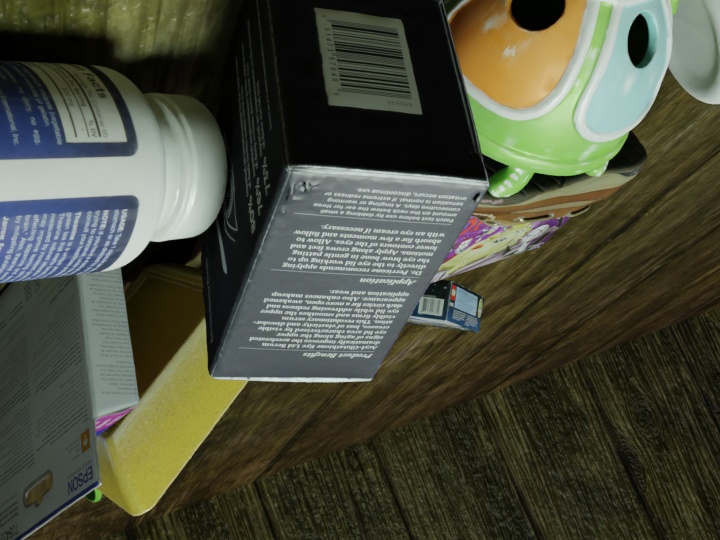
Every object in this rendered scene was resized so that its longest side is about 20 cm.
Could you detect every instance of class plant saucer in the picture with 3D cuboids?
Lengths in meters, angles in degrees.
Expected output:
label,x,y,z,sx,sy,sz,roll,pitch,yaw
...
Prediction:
label,x,y,z,sx,sy,sz,roll,pitch,yaw
plant saucer,-0.166,0.071,0.845,0.200,0.048,0.200,11,-120,54

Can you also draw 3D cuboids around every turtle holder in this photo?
label,x,y,z,sx,sy,sz,roll,pitch,yaw
turtle holder,0.132,-0.135,0.652,0.185,0.141,0.132,1,141,-25

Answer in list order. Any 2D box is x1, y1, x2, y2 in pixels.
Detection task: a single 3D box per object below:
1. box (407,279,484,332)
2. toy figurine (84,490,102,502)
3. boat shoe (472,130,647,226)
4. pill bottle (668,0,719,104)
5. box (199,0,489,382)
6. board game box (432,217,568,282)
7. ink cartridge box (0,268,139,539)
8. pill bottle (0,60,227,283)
label,x,y,z,sx,sy,sz,roll,pitch,yaw
box,0.006,0.024,1.036,0.199,0.038,0.137,7,176,19
toy figurine,-0.224,0.102,1.066,0.184,0.150,0.200,-31,146,-27
boat shoe,0.101,-0.059,0.719,0.199,0.076,0.074,-6,148,-30
pill bottle,0.309,-0.200,0.735,0.199,0.116,0.116,-23,166,-4
box,-0.023,-0.047,0.608,0.104,0.148,0.200,3,146,-18
board game box,0.114,-0.039,0.913,0.200,0.032,0.120,-17,155,-37
ink cartridge box,-0.225,0.089,0.792,0.043,0.201,0.196,6,151,-38
pill bottle,-0.171,-0.051,0.552,0.200,0.111,0.111,-8,159,-45
